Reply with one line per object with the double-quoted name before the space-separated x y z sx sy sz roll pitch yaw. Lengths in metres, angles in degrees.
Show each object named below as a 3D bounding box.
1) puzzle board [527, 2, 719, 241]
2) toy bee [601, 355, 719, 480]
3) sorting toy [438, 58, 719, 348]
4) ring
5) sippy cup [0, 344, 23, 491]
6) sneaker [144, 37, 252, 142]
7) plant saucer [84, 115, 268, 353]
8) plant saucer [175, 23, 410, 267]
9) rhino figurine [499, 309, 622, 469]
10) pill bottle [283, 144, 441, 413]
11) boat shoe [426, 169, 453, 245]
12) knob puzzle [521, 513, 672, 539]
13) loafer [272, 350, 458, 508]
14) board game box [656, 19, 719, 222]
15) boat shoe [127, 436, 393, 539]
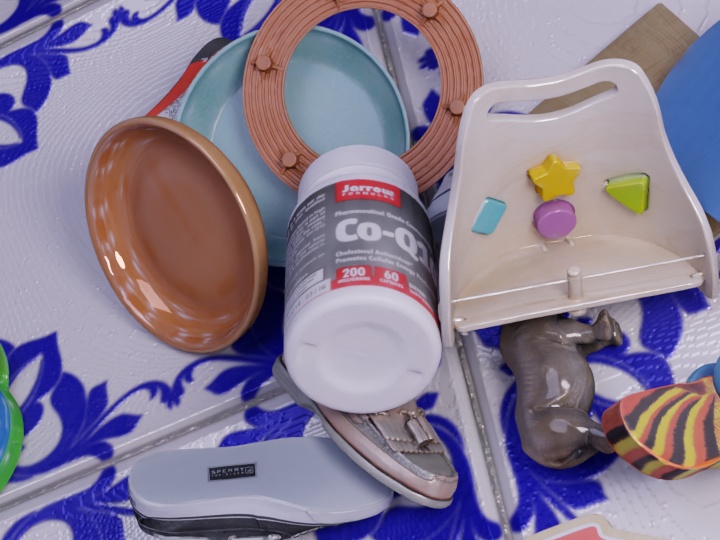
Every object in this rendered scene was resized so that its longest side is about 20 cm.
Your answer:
"puzzle board" 0.233 -0.101 1.383 0.151 0.017 0.200 -40 52 2
"toy bee" 0.267 0.100 1.192 0.199 0.131 0.109 -26 78 0
"sorting toy" 0.139 -0.059 1.257 0.199 0.181 0.107 -10 38 -3
"ring" 0.000 -0.149 1.455 0.199 0.019 0.202 -1 85 10
"sippy cup" -0.373 0.129 1.507 0.139 0.130 0.179 -18 56 19
"sneaker" -0.134 -0.107 1.552 0.108 0.067 0.202 24 73 39
"plant saucer" -0.145 -0.032 1.467 0.200 0.201 0.037 21 33 36
"plant saucer" -0.055 -0.101 1.488 0.199 0.036 0.201 -1 85 11
"rhino figurine" 0.145 0.056 1.313 0.087 0.060 0.201 -19 54 14
"pill bottle" 0.000 0.000 1.344 0.113 0.114 0.200 -22 36 16
"boat shoe" 0.130 -0.077 1.372 0.199 0.074 0.067 -16 48 35
"knob puzzle" 0.135 0.256 1.222 0.219 0.030 0.221 -13 58 22
"loafer" 0.006 0.100 1.347 0.200 0.072 0.063 39 108 41
"board game box" 0.286 -0.111 1.288 0.158 0.039 0.200 -53 30 7
"boat shoe" -0.073 0.176 1.356 0.198 0.068 0.074 -5 46 -2
